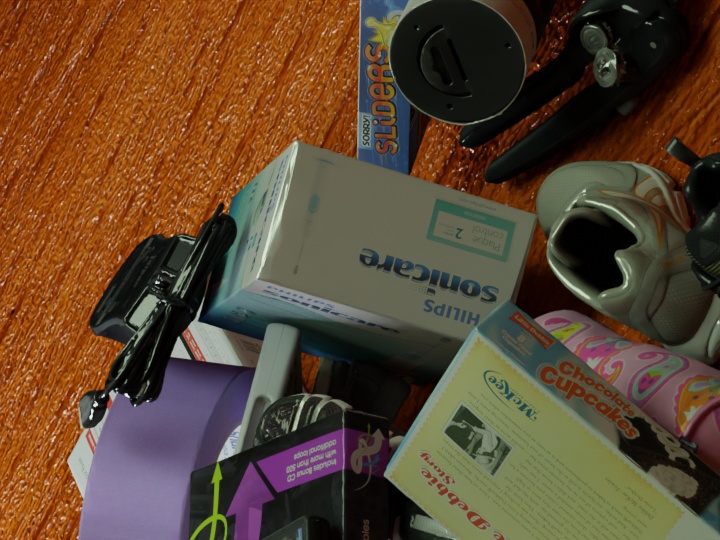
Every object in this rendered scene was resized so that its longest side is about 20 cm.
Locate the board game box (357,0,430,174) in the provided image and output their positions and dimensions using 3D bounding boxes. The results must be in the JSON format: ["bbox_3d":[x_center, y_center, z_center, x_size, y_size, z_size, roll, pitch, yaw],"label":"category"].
[{"bbox_3d":[0.029,-0.175,1.779,0.135,0.034,0.200,-69,-16,-54],"label":"board game box"}]

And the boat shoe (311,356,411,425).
[{"bbox_3d":[-0.015,0.146,1.753,0.067,0.057,0.200,-73,-6,-64],"label":"boat shoe"}]

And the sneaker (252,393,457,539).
[{"bbox_3d":[0.036,0.122,1.573,0.200,0.115,0.076,17,92,50],"label":"sneaker"}]

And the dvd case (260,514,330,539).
[{"bbox_3d":[-0.074,0.223,1.502,0.200,0.018,0.143,-34,51,45],"label":"dvd case"}]

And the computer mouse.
[{"bbox_3d":[-0.124,0.040,1.719,0.141,0.046,0.200,-60,13,-16],"label":"computer mouse"}]

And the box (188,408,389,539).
[{"bbox_3d":[-0.040,0.185,1.515,0.143,0.036,0.200,-26,58,48],"label":"box"}]

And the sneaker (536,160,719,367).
[{"bbox_3d":[0.132,-0.021,1.577,0.076,0.092,0.200,-63,28,9],"label":"sneaker"}]

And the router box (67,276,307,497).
[{"bbox_3d":[-0.119,0.111,1.985,0.180,0.049,0.200,-61,28,16],"label":"router box"}]

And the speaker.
[{"bbox_3d":[0.074,-0.162,1.711,0.081,0.081,0.200,-51,7,31],"label":"speaker"}]

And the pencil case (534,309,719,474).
[{"bbox_3d":[0.144,0.079,1.493,0.200,0.087,0.088,25,94,60],"label":"pencil case"}]

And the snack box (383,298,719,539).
[{"bbox_3d":[0.114,0.120,1.407,0.037,0.200,0.116,-37,-16,-47],"label":"snack box"}]

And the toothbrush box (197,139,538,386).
[{"bbox_3d":[0.000,0.000,1.686,0.200,0.146,0.085,148,138,-77],"label":"toothbrush box"}]

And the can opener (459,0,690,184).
[{"bbox_3d":[0.125,-0.105,1.699,0.063,0.079,0.200,57,136,10],"label":"can opener"}]

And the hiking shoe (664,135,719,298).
[{"bbox_3d":[0.202,0.012,1.417,0.076,0.101,0.200,-57,30,23],"label":"hiking shoe"}]

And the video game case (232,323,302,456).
[{"bbox_3d":[-0.064,0.153,1.712,0.200,0.022,0.182,90,-167,-63],"label":"video game case"}]

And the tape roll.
[{"bbox_3d":[-0.106,0.154,1.785,0.066,0.200,0.200,7,72,16],"label":"tape roll"}]
